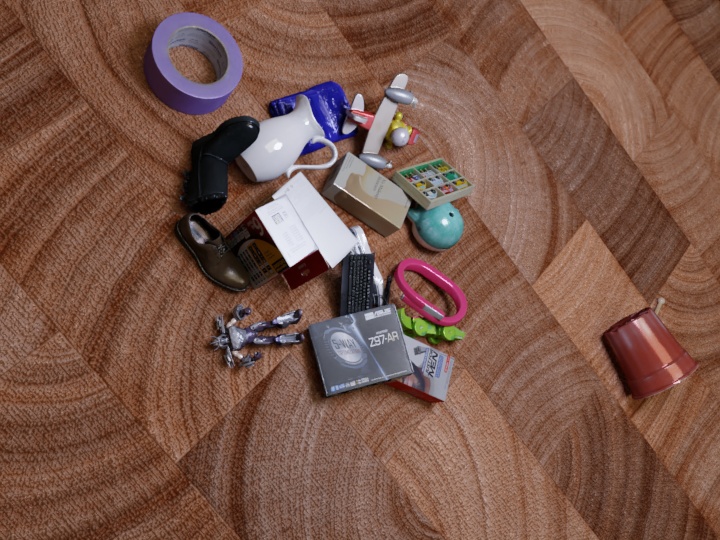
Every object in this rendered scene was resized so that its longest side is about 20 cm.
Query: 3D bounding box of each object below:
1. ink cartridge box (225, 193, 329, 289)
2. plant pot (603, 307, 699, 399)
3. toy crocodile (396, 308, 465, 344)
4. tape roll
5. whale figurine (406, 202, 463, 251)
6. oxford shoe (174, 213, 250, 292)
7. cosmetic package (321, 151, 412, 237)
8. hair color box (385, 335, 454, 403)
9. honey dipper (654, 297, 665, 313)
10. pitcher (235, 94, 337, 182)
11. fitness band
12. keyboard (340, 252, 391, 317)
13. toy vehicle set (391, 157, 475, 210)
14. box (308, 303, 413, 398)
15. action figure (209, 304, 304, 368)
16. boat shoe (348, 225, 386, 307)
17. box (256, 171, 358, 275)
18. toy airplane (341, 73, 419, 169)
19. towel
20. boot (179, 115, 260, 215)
[{"bbox_3d":[-0.176,-0.037,1.473,0.084,0.200,0.176,-33,92,-32],"label":"ink cartridge box"},{"bbox_3d":[0.790,0.220,1.973,0.200,0.201,0.196,-26,82,-33],"label":"plant pot"},{"bbox_3d":[0.162,0.136,1.698,0.199,0.067,0.062,12,70,-26],"label":"toy crocodile"},{"bbox_3d":[-0.363,-0.449,1.553,0.199,0.085,0.201,8,73,-28],"label":"tape roll"},{"bbox_3d":[0.189,-0.150,1.773,0.158,0.104,0.201,0,69,-29],"label":"whale figurine"},{"bbox_3d":[-0.299,-0.035,1.473,0.200,0.084,0.073,47,57,-13],"label":"oxford shoe"},{"bbox_3d":[0.017,-0.179,1.702,0.199,0.071,0.106,31,62,-19],"label":"cosmetic package"},{"bbox_3d":[0.113,0.221,1.650,0.199,0.064,0.112,25,66,-20],"label":"hair color box"},{"bbox_3d":[0.870,0.153,2.121,0.038,0.038,0.200,47,56,-10],"label":"honey dipper"},{"bbox_3d":[-0.163,-0.266,1.579,0.200,0.121,0.172,-39,93,-17],"label":"pitcher"},{"bbox_3d":[0.166,0.052,1.707,0.200,0.037,0.144,36,38,-1],"label":"fitness band"},{"bbox_3d":[0.017,0.058,1.599,0.126,0.021,0.201,-4,110,-18],"label":"keyboard"},{"bbox_3d":[0.183,-0.218,1.767,0.124,0.027,0.200,43,40,21],"label":"toy vehicle set"},{"bbox_3d":[0.000,0.174,1.557,0.199,0.044,0.161,-13,76,-8],"label":"box"},{"bbox_3d":[-0.218,0.132,1.483,0.199,0.069,0.131,-9,86,-28],"label":"action figure"},{"bbox_3d":[0.000,0.000,1.643,0.067,0.072,0.201,-21,94,-19],"label":"boat shoe"},{"bbox_3d":[-0.122,-0.094,1.567,0.200,0.124,0.097,50,59,-8],"label":"box"},{"bbox_3d":[0.057,-0.343,1.704,0.199,0.141,0.201,-35,137,-16],"label":"toy airplane"},{"bbox_3d":[-0.106,-0.366,1.698,0.199,0.049,0.148,-28,90,-33],"label":"towel"},{"bbox_3d":[-0.288,-0.213,1.470,0.073,0.197,0.163,31,49,-47],"label":"boot"}]
